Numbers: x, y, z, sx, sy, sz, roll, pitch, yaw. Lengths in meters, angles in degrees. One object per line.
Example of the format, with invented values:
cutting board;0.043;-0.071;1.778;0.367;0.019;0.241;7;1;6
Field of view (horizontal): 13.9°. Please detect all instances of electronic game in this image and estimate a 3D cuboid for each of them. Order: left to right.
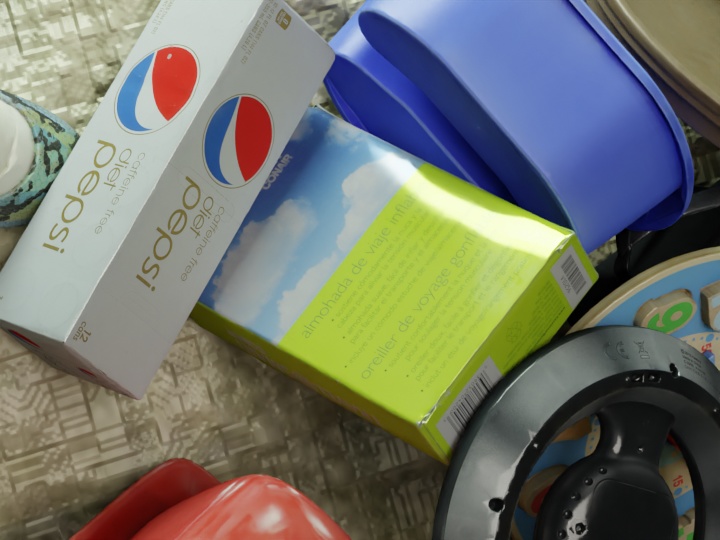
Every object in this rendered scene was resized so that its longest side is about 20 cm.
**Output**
electronic game;0.115;0.125;1.399;0.200;0.042;0.201;-6;100;-35

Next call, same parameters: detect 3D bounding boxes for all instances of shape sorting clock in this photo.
shape sorting clock;0.157;0.077;1.488;0.200;0.039;0.200;-21;130;-27

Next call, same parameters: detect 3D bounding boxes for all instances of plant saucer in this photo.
plant saucer;0.190;-0.109;1.502;0.200;0.200;0.029;28;118;-17

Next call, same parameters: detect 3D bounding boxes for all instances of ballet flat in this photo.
ballet flat;-0.216;-0.064;1.385;0.200;0.074;0.074;11;83;-21

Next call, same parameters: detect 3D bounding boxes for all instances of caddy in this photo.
caddy;0.076;-0.087;1.451;0.105;0.141;0.200;-42;92;-24

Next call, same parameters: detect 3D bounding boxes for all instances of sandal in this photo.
sandal;0.174;-0.029;1.532;0.200;0.076;0.043;-35;111;-30

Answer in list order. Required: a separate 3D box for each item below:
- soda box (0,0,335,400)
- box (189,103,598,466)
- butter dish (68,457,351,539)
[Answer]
soda box;-0.096;-0.043;1.419;0.064;0.068;0.200;41;73;-45
box;0.000;0.000;1.420;0.122;0.200;0.048;-51;141;-14
butter dish;-0.045;0.178;1.357;0.200;0.148;0.200;49;43;0
